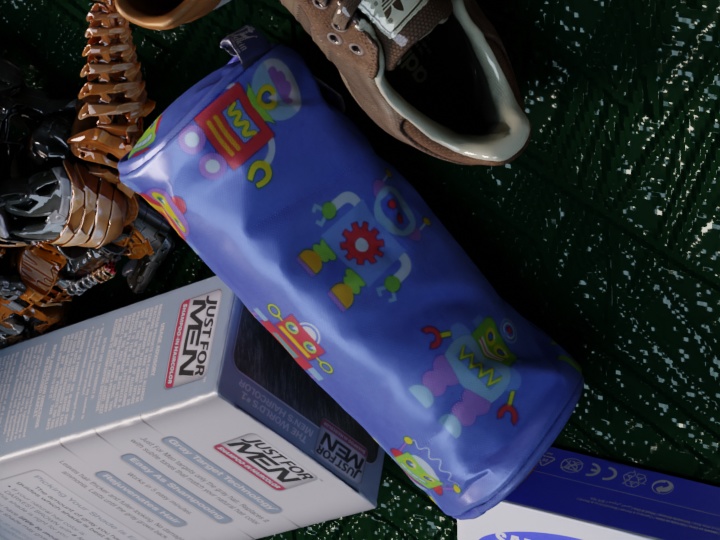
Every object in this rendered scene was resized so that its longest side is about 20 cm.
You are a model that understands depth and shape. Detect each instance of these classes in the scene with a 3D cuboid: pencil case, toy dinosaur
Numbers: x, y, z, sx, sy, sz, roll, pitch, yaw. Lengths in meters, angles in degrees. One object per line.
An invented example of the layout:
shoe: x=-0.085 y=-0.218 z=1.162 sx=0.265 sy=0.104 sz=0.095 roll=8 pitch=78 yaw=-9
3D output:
pencil case: x=0.000 y=0.000 z=1.076 sx=0.200 sy=0.087 sz=0.078 roll=47 pitch=157 yaw=-7
toy dinosaur: x=-0.132 y=-0.043 z=1.131 sx=0.135 sy=0.102 sz=0.201 roll=17 pitch=119 yaw=-13

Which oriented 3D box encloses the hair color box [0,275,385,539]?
hair color box: x=-0.094 y=0.071 z=1.170 sx=0.199 sy=0.061 sz=0.099 roll=-18 pitch=139 yaw=37

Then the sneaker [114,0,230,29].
sneaker: x=-0.053 y=-0.171 z=0.985 sx=0.073 sy=0.085 sz=0.201 roll=19 pitch=128 yaw=19

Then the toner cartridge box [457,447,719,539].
toner cartridge box: x=0.137 y=0.134 z=1.117 sx=0.199 sy=0.043 sz=0.095 roll=12 pitch=125 yaw=23

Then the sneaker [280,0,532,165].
sneaker: x=-0.002 y=-0.111 z=0.970 sx=0.200 sy=0.070 sz=0.076 roll=45 pitch=175 yaw=-38
